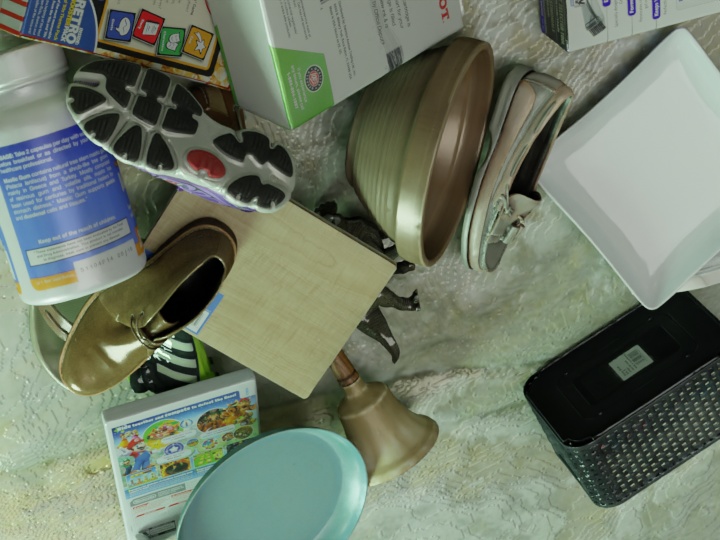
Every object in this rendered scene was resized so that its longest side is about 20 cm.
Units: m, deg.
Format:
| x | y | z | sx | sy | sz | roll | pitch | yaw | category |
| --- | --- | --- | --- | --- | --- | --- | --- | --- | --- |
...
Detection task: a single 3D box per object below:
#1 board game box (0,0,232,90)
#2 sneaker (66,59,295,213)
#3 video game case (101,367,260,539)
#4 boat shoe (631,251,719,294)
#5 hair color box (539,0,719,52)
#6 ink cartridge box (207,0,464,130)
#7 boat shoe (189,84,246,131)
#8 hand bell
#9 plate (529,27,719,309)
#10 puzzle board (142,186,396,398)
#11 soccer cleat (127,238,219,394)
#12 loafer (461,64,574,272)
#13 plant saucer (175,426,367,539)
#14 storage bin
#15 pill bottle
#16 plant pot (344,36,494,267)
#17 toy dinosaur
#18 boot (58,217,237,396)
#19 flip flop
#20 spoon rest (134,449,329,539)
| x | y | z | sx | sy | sz | roll | pitch | yaw | category |
| --- | --- | --- | --- | --- | --- | --- | --- | --- | --- |
| -0.174 | -0.239 | 1.304 | 0.199 | 0.046 | 0.153 | 11 | 99 | -39 | board game box |
| -0.151 | -0.094 | 1.320 | 0.199 | 0.083 | 0.081 | 30 | 67 | -21 | sneaker |
| -0.161 | 0.179 | 1.543 | 0.142 | 0.018 | 0.201 | -15 | 139 | -13 | video game case |
| 0.360 | -0.026 | 1.649 | 0.198 | 0.072 | 0.069 | -16 | 94 | -2 | boat shoe |
| 0.260 | -0.279 | 1.481 | 0.198 | 0.065 | 0.110 | -16 | 121 | -15 | hair color box |
| -0.021 | -0.230 | 1.347 | 0.199 | 0.084 | 0.147 | -34 | 128 | -28 | ink cartridge box |
| -0.108 | -0.072 | 1.440 | 0.073 | 0.076 | 0.201 | -23 | 122 | -12 | boat shoe |
| -0.016 | 0.096 | 1.568 | 0.104 | 0.104 | 0.201 | -31 | 109 | -3 | hand bell |
| 0.290 | -0.097 | 1.580 | 0.199 | 0.032 | 0.200 | -42 | 106 | 3 | plate |
| -0.090 | 0.004 | 1.420 | 0.199 | 0.017 | 0.151 | 31 | 108 | -15 | puzzle board |
| -0.182 | 0.064 | 1.486 | 0.080 | 0.068 | 0.201 | -22 | 124 | -7 | soccer cleat |
| 0.144 | -0.086 | 1.520 | 0.072 | 0.062 | 0.202 | -22 | 129 | -58 | loafer |
| -0.085 | 0.223 | 1.528 | 0.199 | 0.027 | 0.202 | -18 | 128 | -24 | plant saucer |
| 0.281 | 0.125 | 1.648 | 0.199 | 0.135 | 0.094 | -33 | 122 | -2 | storage bin |
| -0.254 | -0.083 | 1.340 | 0.111 | 0.112 | 0.202 | -18 | 103 | -11 | pill bottle |
| 0.045 | -0.112 | 1.439 | 0.092 | 0.201 | 0.203 | 16 | 114 | 13 | plant pot |
| 0.000 | 0.000 | 1.529 | 0.101 | 0.077 | 0.201 | -8 | 133 | 5 | toy dinosaur |
| -0.184 | 0.041 | 1.381 | 0.074 | 0.076 | 0.200 | 41 | 106 | -20 | boot |
| -0.249 | 0.023 | 1.443 | 0.080 | 0.058 | 0.202 | -7 | 117 | -18 | flip flop |
| -0.116 | 0.234 | 1.564 | 0.199 | 0.061 | 0.100 | -31 | 140 | 5 | spoon rest |
